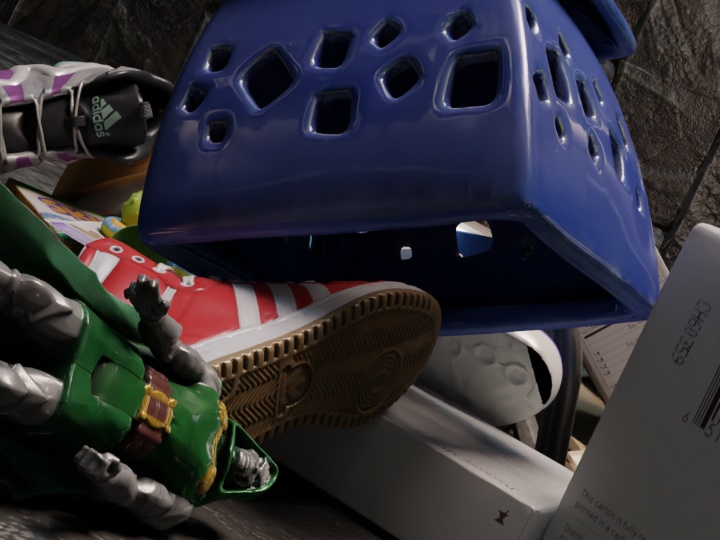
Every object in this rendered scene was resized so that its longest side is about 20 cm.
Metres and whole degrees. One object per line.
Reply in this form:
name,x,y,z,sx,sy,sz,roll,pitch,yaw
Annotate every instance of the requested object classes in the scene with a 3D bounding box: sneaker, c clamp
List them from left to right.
sneaker,-0.197,-0.102,1.018,0.139,0.078,0.199,6,22,37
sneaker,-0.058,0.028,0.686,0.112,0.072,0.199,28,26,34
sneaker,0.060,0.025,0.931,0.199,0.081,0.146,-1,25,39
c clamp,0.105,0.054,0.963,0.027,0.201,0.172,-1,47,-6

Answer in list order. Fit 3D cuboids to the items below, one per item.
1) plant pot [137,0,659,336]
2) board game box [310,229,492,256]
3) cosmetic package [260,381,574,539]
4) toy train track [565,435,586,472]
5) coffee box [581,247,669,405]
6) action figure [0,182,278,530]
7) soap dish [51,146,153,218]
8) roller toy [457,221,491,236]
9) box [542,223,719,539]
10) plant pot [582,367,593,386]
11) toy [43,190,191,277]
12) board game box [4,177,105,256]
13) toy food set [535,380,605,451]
plant pot,0.030,-0.077,0.752,0.198,0.182,0.200,-3,-17,26
board game box,0.000,0.000,1.097,0.198,0.045,0.152,11,-16,-4
cosmetic package,0.021,0.091,0.787,0.199,0.052,0.151,29,4,26
toy train track,0.195,0.152,1.013,0.200,0.033,0.115,33,19,-47
coffee box,0.168,0.009,1.047,0.201,0.079,0.113,62,5,-3
action figure,-0.094,0.039,0.524,0.054,0.119,0.200,-2,-25,35
soap dish,-0.105,-0.070,1.140,0.199,0.082,0.157,-12,-20,36
roller toy,0.071,-0.006,1.531,0.199,0.141,0.182,26,5,-5
box,0.201,0.113,0.647,0.130,0.201,0.199,21,7,-31
plant pot,0.304,0.081,1.215,0.200,0.188,0.200,40,-13,11
toy,-0.115,-0.018,0.944,0.115,0.047,0.200,30,6,1
board game box,-0.175,-0.013,1.001,0.095,0.030,0.200,24,3,-30
toy food set,0.124,0.114,1.137,0.143,0.061,0.199,4,19,-47
